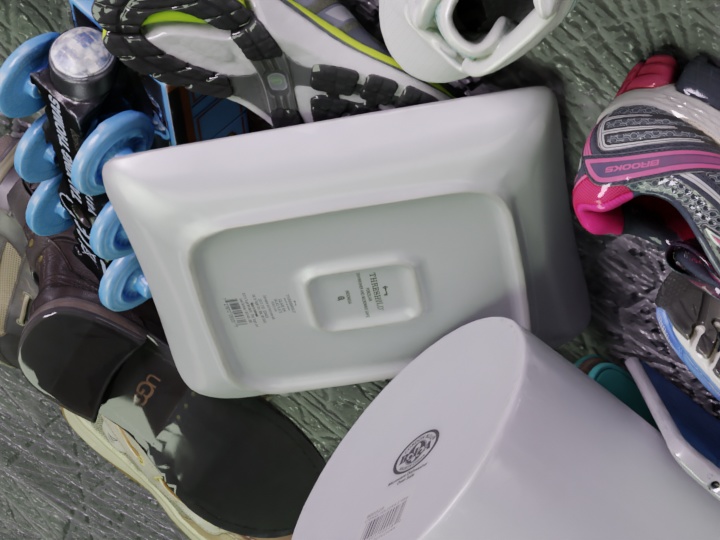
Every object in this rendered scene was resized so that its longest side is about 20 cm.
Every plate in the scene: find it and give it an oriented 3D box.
[{"bbox_3d":[0.000,0.000,1.303,0.199,0.032,0.200,-9,148,4],"label":"plate"}]

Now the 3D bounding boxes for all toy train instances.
[{"bbox_3d":[-0.099,-0.063,1.352,0.087,0.114,0.200,44,161,24],"label":"toy train"}]

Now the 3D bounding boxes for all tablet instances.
[{"bbox_3d":[0.176,0.097,1.295,0.130,0.014,0.200,38,-174,-6],"label":"tablet"}]

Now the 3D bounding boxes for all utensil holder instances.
[{"bbox_3d":[0.091,0.140,1.303,0.200,0.170,0.170,40,155,-18],"label":"utensil holder"}]

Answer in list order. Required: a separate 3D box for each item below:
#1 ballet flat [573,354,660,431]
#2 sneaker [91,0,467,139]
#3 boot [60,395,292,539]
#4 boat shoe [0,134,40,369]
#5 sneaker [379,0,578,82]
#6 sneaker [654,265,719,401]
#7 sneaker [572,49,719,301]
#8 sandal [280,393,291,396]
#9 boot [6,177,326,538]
[{"bbox_3d":[0.132,0.117,1.436,0.070,0.067,0.200,1,139,44],"label":"ballet flat"},{"bbox_3d":[-0.026,-0.105,1.248,0.200,0.081,0.074,30,133,-33],"label":"sneaker"},{"bbox_3d":[-0.072,0.098,1.661,0.200,0.072,0.155,37,153,-4],"label":"boot"},{"bbox_3d":[-0.175,0.007,1.622,0.073,0.075,0.200,27,155,18],"label":"boat shoe"},{"bbox_3d":[0.043,-0.111,1.134,0.070,0.080,0.200,36,157,-6],"label":"sneaker"},{"bbox_3d":[0.202,0.071,1.257,0.200,0.079,0.089,39,152,-9],"label":"sneaker"},{"bbox_3d":[0.178,-0.005,1.156,0.200,0.075,0.081,29,154,12],"label":"sneaker"},{"bbox_3d":[-0.038,0.008,1.445,0.059,0.079,0.207,31,157,3],"label":"sandal"},{"bbox_3d":[-0.098,0.036,1.487,0.200,0.069,0.174,38,-164,-18],"label":"boot"}]
